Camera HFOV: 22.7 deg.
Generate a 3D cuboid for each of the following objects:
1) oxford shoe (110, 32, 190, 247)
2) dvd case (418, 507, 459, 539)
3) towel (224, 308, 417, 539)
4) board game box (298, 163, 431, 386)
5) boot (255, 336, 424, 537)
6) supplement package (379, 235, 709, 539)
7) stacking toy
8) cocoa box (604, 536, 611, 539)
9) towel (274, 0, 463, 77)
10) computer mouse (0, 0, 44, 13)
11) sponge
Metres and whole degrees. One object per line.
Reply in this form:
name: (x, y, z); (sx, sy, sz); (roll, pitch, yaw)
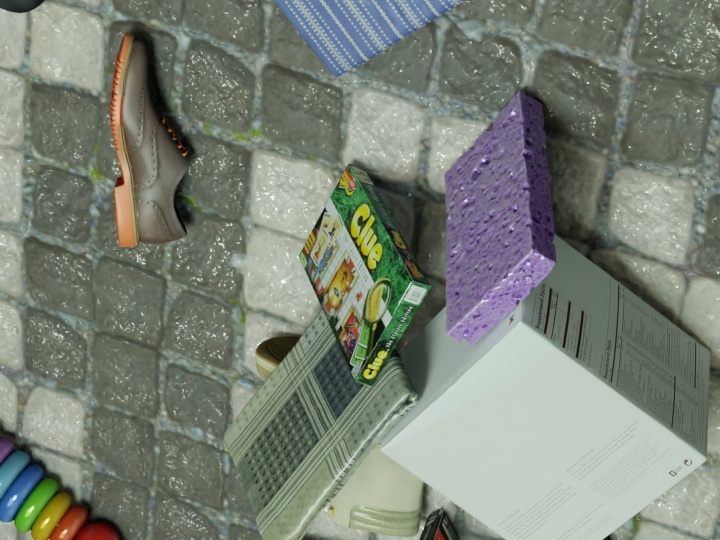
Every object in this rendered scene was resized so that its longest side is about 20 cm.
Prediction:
oxford shoe: (-0.195, -0.122, 1.668); (0.072, 0.071, 0.202); (-2, 112, -4)
dvd case: (0.083, 0.325, 1.644); (0.022, 0.200, 0.147); (-23, 102, 18)
towel: (-0.035, 0.129, 1.557); (0.034, 0.193, 0.200); (31, 107, -31)
board game box: (0.000, 0.000, 1.543); (0.023, 0.200, 0.105); (20, 113, -28)
boot: (-0.020, 0.159, 1.698); (0.198, 0.072, 0.156); (22, 123, 16)
supplement package: (0.157, 0.108, 1.508); (0.199, 0.148, 0.191); (36, 125, -14)
stacking toy: (-0.341, 0.253, 1.901); (0.199, 0.085, 0.086); (37, 124, 1)
cocoa box: (0.187, 0.356, 1.640); (0.132, 0.131, 0.202); (-17, 105, 24)
towel: (0.008, -0.262, 1.504); (0.199, 0.024, 0.145); (-27, 108, 38)
computer mouse: (-0.324, -0.326, 1.633); (0.137, 0.053, 0.202); (19, 120, 17)
sponge: (0.111, -0.044, 1.465); (0.030, 0.201, 0.112); (27, 128, -22)
